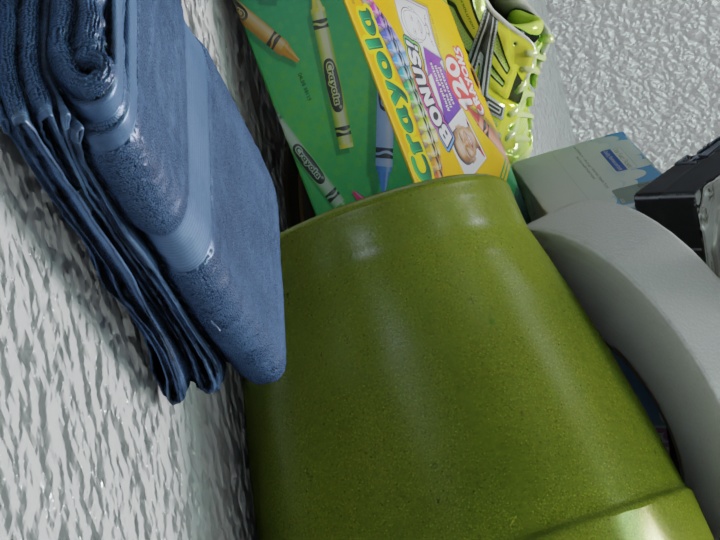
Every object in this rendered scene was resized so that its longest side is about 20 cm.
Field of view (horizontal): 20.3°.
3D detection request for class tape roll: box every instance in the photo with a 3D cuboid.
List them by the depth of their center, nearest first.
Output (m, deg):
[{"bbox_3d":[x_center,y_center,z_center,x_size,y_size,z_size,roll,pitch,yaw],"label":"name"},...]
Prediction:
[{"bbox_3d":[0.124,0.066,0.918,0.203,0.037,0.203,46,-29,36],"label":"tape roll"}]

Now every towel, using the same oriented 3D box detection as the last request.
[{"bbox_3d":[-0.076,-0.043,0.703,0.200,0.048,0.112,63,20,-56],"label":"towel"}]

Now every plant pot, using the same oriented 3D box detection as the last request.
[{"bbox_3d":[0.033,0.069,0.858,0.200,0.200,0.194,27,44,-77],"label":"plant pot"}]

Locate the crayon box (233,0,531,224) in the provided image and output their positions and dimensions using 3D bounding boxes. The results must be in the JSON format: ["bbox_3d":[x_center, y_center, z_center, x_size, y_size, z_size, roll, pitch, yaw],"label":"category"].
[{"bbox_3d":[0.012,-0.082,1.003,0.119,0.058,0.201,-20,88,-63],"label":"crayon box"}]

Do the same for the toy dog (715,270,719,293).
[{"bbox_3d":[0.252,0.008,0.936,0.200,0.139,0.194,-56,156,-45],"label":"toy dog"}]

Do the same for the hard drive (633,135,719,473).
[{"bbox_3d":[0.189,0.038,0.996,0.140,0.038,0.201,-31,114,-55],"label":"hard drive"}]

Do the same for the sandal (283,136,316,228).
[{"bbox_3d":[0.000,0.000,1.054,0.082,0.054,0.201,-51,131,-77],"label":"sandal"}]

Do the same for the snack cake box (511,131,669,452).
[{"bbox_3d":[0.141,0.041,1.063,0.115,0.067,0.201,-114,-171,-68],"label":"snack cake box"}]

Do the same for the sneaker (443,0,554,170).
[{"bbox_3d":[0.066,-0.099,1.084,0.075,0.076,0.201,-47,126,-56],"label":"sneaker"}]
